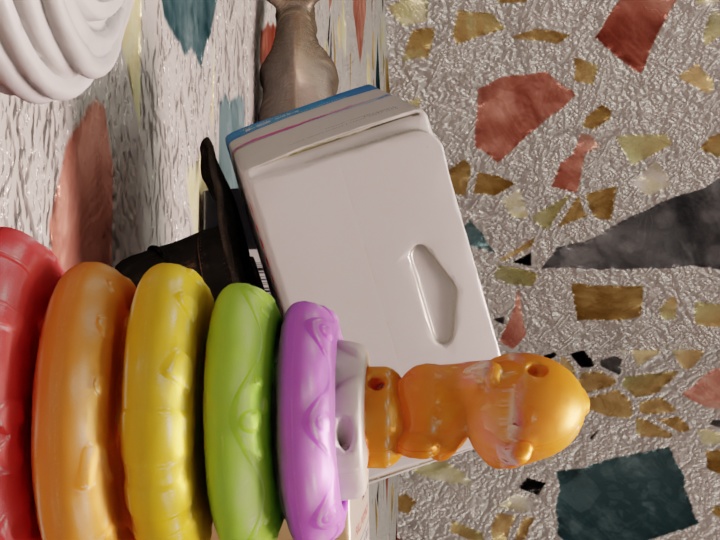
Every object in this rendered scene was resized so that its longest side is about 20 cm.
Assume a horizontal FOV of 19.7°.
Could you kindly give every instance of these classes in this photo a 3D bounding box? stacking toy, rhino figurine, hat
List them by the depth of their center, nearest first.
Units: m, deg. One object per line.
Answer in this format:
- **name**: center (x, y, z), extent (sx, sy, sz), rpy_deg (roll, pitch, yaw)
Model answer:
- **stacking toy**: center (-0.035, 0.041, 0.590), extent (0.116, 0.200, 0.110), rpy_deg (-86, 174, -58)
- **hat**: center (-0.072, 0.046, 0.929), extent (0.201, 0.081, 0.201), rpy_deg (163, -90, -86)
- **rhino figurine**: center (-0.044, -0.132, 1.500), extent (0.087, 0.060, 0.200), rpy_deg (61, 26, -78)

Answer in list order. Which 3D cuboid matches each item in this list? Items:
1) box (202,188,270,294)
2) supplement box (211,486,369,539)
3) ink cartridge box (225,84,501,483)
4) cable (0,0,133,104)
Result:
- **box**: center (-0.035, 0.041, 1.286), extent (0.200, 0.104, 0.148), rpy_deg (68, 21, -78)
- **supplement box**: center (-0.060, 0.158, 0.768), extent (0.074, 0.126, 0.200), rpy_deg (-45, 133, -82)
- **ink cartridge box**: center (0.000, 0.000, 0.939), extent (0.200, 0.085, 0.145), rpy_deg (-133, -154, -80)
- **cable**: center (-0.104, -0.146, 0.592), extent (0.200, 0.069, 0.200), rpy_deg (-87, 176, -47)
